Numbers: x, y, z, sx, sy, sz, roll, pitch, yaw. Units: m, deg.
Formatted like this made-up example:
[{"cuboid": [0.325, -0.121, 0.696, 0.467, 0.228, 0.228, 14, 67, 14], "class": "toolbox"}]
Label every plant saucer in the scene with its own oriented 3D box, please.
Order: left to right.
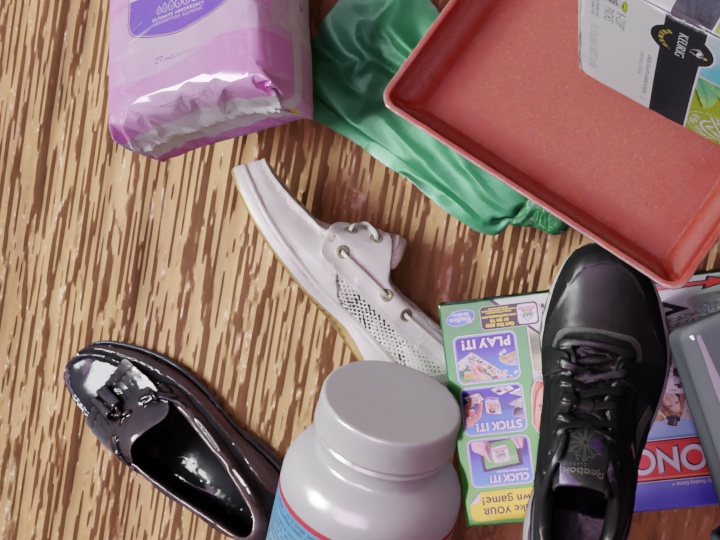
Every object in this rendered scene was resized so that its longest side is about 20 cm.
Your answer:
[{"cuboid": [0.148, -0.117, 0.723, 0.200, 0.037, 0.200, 34, 83, 13], "class": "plant saucer"}]

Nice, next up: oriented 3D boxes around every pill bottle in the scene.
[{"cuboid": [-0.001, 0.160, 0.765, 0.108, 0.109, 0.201, 22, 120, 17], "class": "pill bottle"}]

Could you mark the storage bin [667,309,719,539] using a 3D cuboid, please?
[{"cuboid": [0.258, 0.064, 0.654, 0.199, 0.146, 0.135, -23, 83, 6], "class": "storage bin"}]

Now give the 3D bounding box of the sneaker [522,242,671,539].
[{"cuboid": [0.131, 0.086, 0.695, 0.075, 0.088, 0.201, 5, 94, 9], "class": "sneaker"}]

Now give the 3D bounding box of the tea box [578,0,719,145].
[{"cuboid": [0.242, -0.160, 0.632, 0.196, 0.134, 0.200, 31, 84, 15], "class": "tea box"}]

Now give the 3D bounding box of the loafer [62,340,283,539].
[{"cuboid": [-0.126, 0.113, 0.857, 0.200, 0.063, 0.072, 34, 105, 15], "class": "loafer"}]

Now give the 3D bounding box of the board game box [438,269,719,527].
[{"cuboid": [0.153, 0.074, 0.750, 0.199, 0.029, 0.135, -8, 91, 9], "class": "board game box"}]

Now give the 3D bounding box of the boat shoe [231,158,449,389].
[{"cuboid": [0.000, 0.000, 0.801, 0.069, 0.071, 0.200, -39, 95, 7], "class": "boat shoe"}]

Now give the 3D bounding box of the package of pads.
[{"cuboid": [-0.093, -0.175, 0.785, 0.120, 0.076, 0.201, -12, 70, 24], "class": "package of pads"}]

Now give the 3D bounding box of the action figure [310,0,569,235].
[{"cuboid": [0.051, -0.089, 0.781, 0.200, 0.055, 0.118, 44, 105, 16], "class": "action figure"}]
